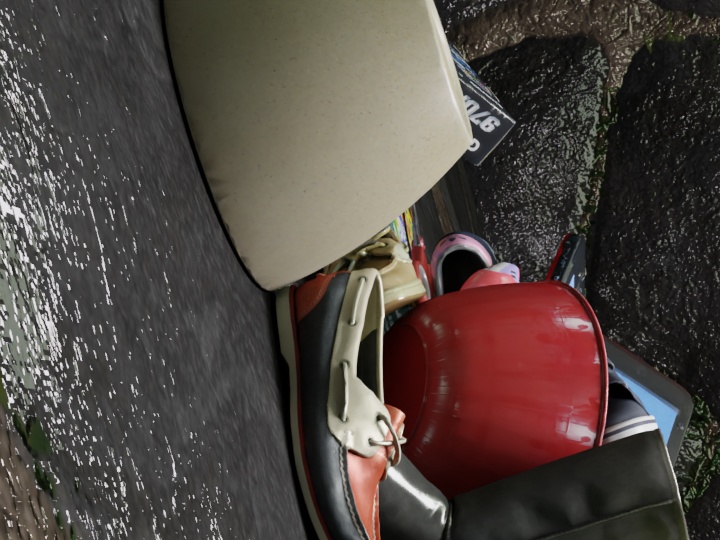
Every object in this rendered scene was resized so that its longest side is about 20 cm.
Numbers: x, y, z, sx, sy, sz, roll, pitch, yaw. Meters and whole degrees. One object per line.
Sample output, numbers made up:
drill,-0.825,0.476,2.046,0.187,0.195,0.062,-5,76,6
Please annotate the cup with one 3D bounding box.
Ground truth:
cup,-0.015,-0.102,1.134,0.200,0.143,0.200,-16,90,-83

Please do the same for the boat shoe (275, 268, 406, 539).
boat shoe,-0.006,0.085,1.110,0.071,0.063,0.200,67,11,-53

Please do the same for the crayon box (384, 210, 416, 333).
crayon box,0.021,-0.002,1.551,0.200,0.052,0.126,-89,161,-69

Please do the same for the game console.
game console,0.192,0.098,1.516,0.200,0.119,0.172,-62,156,-44

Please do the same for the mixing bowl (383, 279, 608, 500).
mixing bowl,0.067,0.091,1.295,0.200,0.108,0.200,-40,-138,50

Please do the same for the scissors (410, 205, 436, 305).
scissors,0.048,-0.007,1.519,0.200,0.014,0.073,-93,162,-62

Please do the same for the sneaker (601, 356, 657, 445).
sneaker,0.154,0.099,1.342,0.200,0.078,0.079,109,-40,-83

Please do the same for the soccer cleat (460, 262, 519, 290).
soccer cleat,0.095,0.089,1.509,0.076,0.067,0.200,-44,145,-56

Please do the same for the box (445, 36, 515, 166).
box,0.005,-0.172,1.346,0.200,0.046,0.159,34,15,-34

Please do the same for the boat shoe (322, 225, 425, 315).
boat shoe,0.000,0.000,1.339,0.200,0.073,0.063,-113,179,-84

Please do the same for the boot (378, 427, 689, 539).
boot,0.093,0.137,1.188,0.073,0.200,0.182,-89,161,-59

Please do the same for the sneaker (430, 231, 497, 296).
sneaker,0.099,0.065,1.563,0.082,0.070,0.200,19,51,-79
